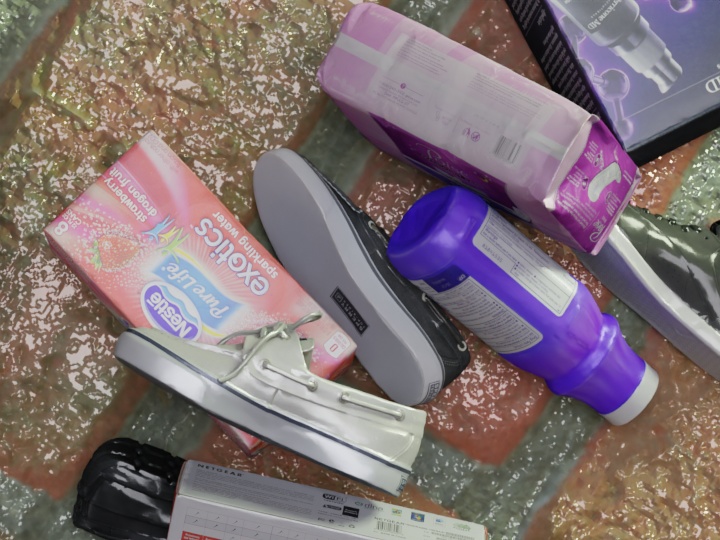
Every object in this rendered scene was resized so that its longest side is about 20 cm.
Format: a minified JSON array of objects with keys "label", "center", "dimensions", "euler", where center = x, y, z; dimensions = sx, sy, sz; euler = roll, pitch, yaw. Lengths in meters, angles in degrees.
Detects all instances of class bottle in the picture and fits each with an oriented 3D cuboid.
[{"label":"bottle","center":[0.112,0.026,1.665],"dimensions":[0.200,0.083,0.065],"euler":[39,70,-16]}]

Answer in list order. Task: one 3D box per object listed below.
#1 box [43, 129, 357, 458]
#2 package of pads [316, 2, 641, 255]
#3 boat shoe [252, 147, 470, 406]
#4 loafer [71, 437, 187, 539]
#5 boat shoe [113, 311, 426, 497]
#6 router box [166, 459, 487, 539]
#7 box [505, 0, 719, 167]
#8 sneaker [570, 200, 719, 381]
[{"label":"box","center":[-0.106,0.018,1.662],"dimensions":[0.103,0.095,0.200],"euler":[-42,85,-7]},{"label":"package of pads","center":[0.076,-0.093,1.642],"dimensions":[0.200,0.120,0.076],"euler":[29,85,29]},{"label":"boat shoe","center":[0.000,0.000,1.693],"dimensions":[0.057,0.069,0.200],"euler":[-28,80,-40]},{"label":"loafer","center":[-0.093,0.177,1.658],"dimensions":[0.200,0.068,0.071],"euler":[23,110,-4]},{"label":"boat shoe","center":[-0.050,0.063,1.573],"dimensions":[0.201,0.075,0.086],"euler":[25,83,-1]},{"label":"router box","center":[-0.036,0.229,1.612],"dimensions":[0.199,0.049,0.180],"euler":[13,113,-1]},{"label":"box","center":[0.189,-0.184,1.707],"dimensions":[0.148,0.104,0.201],"euler":[-27,83,-8]},{"label":"sneaker","center":[0.217,-0.019,1.704],"dimensions":[0.200,0.071,0.099],"euler":[43,75,2]}]
